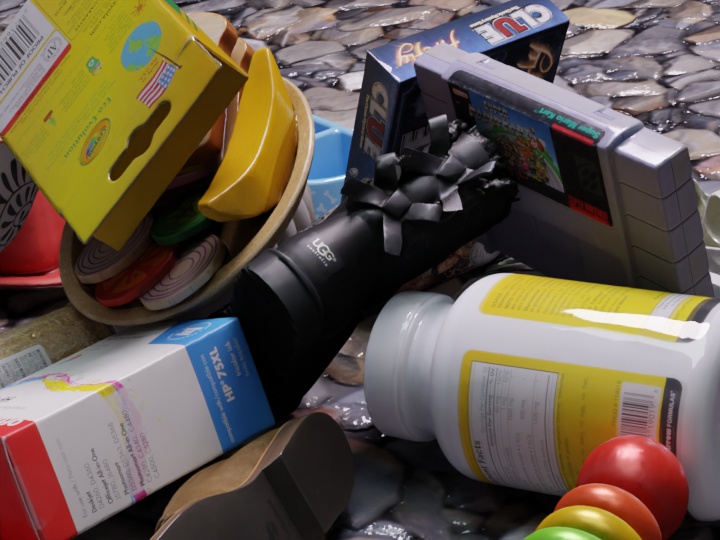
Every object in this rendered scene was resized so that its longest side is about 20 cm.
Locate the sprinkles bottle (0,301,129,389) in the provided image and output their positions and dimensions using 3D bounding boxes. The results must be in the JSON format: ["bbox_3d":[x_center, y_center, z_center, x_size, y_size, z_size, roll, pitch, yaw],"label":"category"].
[{"bbox_3d":[-0.214,0.073,1.173,0.199,0.069,0.068,-25,29,-33],"label":"sprinkles bottle"}]

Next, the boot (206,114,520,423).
[{"bbox_3d":[-0.001,0.000,1.130,0.162,0.074,0.199,-35,-11,-22],"label":"boot"}]

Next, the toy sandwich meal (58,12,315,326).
[{"bbox_3d":[-0.113,-0.062,1.171,0.204,0.070,0.207,-22,44,23],"label":"toy sandwich meal"}]

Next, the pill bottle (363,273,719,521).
[{"bbox_3d":[0.106,0.061,1.044,0.198,0.113,0.112,7,28,30],"label":"pill bottle"}]

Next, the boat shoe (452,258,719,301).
[{"bbox_3d":[0.151,0.017,1.179,0.198,0.071,0.064,4,28,29],"label":"boat shoe"}]

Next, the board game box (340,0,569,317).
[{"bbox_3d":[0.052,-0.069,1.248,0.135,0.201,0.035,-23,53,-30],"label":"board game box"}]

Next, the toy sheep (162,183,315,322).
[{"bbox_3d":[-0.094,-0.020,1.272,0.136,0.139,0.200,-2,27,12],"label":"toy sheep"}]

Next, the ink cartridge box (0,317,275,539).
[{"bbox_3d":[-0.161,0.094,1.077,0.199,0.068,0.116,-27,13,-36],"label":"ink cartridge box"}]

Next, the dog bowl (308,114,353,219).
[{"bbox_3d":[-0.048,-0.071,1.461,0.111,0.050,0.199,-22,27,-28],"label":"dog bowl"}]

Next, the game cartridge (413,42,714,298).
[{"bbox_3d":[0.110,-0.045,1.103,0.038,0.130,0.199,-38,40,-20],"label":"game cartridge"}]

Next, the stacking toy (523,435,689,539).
[{"bbox_3d":[0.099,0.143,0.889,0.085,0.086,0.200,6,31,29],"label":"stacking toy"}]

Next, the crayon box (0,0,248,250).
[{"bbox_3d":[-0.144,-0.100,1.141,0.127,0.051,0.200,-51,42,7],"label":"crayon box"}]

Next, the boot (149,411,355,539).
[{"bbox_3d":[-0.077,0.141,1.003,0.075,0.074,0.200,-17,13,32],"label":"boot"}]

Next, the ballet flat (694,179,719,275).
[{"bbox_3d":[0.219,-0.025,1.258,0.069,0.070,0.199,-23,28,-31],"label":"ballet flat"}]

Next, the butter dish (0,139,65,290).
[{"bbox_3d":[-0.265,-0.080,1.428,0.197,0.149,0.200,0,25,18],"label":"butter dish"}]

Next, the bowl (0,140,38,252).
[{"bbox_3d":[-0.293,-0.036,1.260,0.198,0.095,0.201,2,0,0],"label":"bowl"}]
